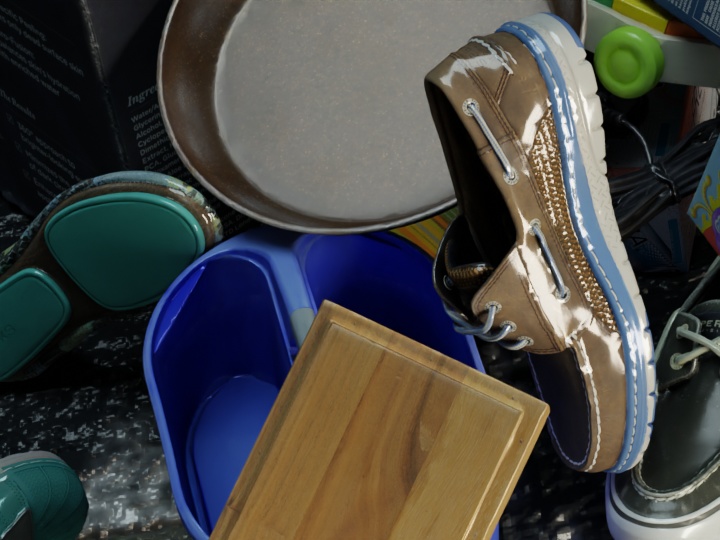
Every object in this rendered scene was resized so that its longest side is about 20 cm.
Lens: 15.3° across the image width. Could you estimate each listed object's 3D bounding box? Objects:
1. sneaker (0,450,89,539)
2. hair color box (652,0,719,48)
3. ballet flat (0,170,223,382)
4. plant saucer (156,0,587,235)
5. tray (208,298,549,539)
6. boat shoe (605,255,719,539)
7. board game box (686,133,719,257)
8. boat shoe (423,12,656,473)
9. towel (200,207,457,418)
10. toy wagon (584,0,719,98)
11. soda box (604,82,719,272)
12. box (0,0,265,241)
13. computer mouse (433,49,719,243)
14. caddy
[{"bbox_3d":[-0.181,0.161,1.140,0.080,0.071,0.200,31,60,35],"label":"sneaker"},{"bbox_3d":[0.166,-0.160,1.237,0.100,0.061,0.200,-9,38,-39],"label":"hair color box"},{"bbox_3d":[-0.124,-0.009,1.265,0.200,0.074,0.074,-26,25,42],"label":"ballet flat"},{"bbox_3d":[0.007,-0.098,1.206,0.200,0.035,0.201,-7,61,14],"label":"plant saucer"},{"bbox_3d":[-0.013,0.123,1.051,0.098,0.037,0.200,25,83,8],"label":"tray"},{"bbox_3d":[0.158,0.043,1.185,0.071,0.064,0.200,9,44,26],"label":"boat shoe"},{"bbox_3d":[0.242,0.001,1.125,0.103,0.105,0.200,-12,50,-27],"label":"board game box"},{"bbox_3d":[0.068,-0.003,1.119,0.072,0.200,0.072,-19,14,-21],"label":"boat shoe"},{"bbox_3d":[0.000,0.000,1.278,0.086,0.018,0.200,41,66,16],"label":"towel"},{"bbox_3d":[0.150,-0.126,1.273,0.200,0.040,0.155,28,33,21],"label":"toy wagon"},{"bbox_3d":[0.143,-0.087,1.343,0.063,0.068,0.200,1,42,16],"label":"soda box"},{"bbox_3d":[-0.130,-0.118,1.354,0.117,0.200,0.197,-33,44,-24],"label":"box"},{"bbox_3d":[0.071,-0.065,1.244,0.200,0.046,0.140,33,46,29],"label":"computer mouse"},{"bbox_3d":[-0.015,0.066,1.149,0.141,0.105,0.200,-14,50,-6],"label":"caddy"}]
